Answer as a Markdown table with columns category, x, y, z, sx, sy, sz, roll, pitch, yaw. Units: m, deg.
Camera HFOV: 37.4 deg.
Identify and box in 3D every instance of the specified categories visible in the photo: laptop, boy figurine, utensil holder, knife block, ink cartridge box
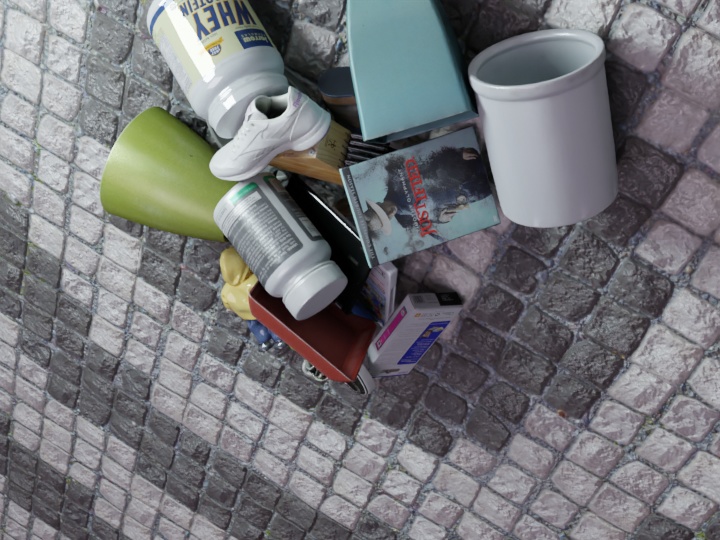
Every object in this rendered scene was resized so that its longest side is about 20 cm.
| category | x | y | z | sx | sy | sz | roll | pitch | yaw |
| --- | --- | --- | --- | --- | --- | --- | --- | --- | --- |
| laptop | -0.037 | -0.030 | 1.632 | 0.187 | 0.116 | 0.201 | 43 | 132 | 21 |
| boy figurine | -0.193 | 0.048 | 1.845 | 0.124 | 0.064 | 0.201 | -13 | 114 | 37 |
| utensil holder | 0.236 | -0.179 | 1.348 | 0.169 | 0.170 | 0.201 | 3 | 125 | 29 |
| knife block | -0.039 | -0.164 | 1.556 | 0.199 | 0.064 | 0.175 | 5 | 166 | 40 |
| ink cartridge box | 0.077 | 0.106 | 1.705 | 0.200 | 0.094 | 0.037 | -58 | 45 | 42 |

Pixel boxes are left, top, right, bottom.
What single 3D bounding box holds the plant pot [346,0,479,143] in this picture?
| category | x | y | z | sx | sy | sz | roll | pitch | yaw |
| --- | --- | --- | --- | --- | --- | --- | --- | --- | --- |
| plant pot | 0.058 | -0.280 | 1.369 | 0.140 | 0.141 | 0.201 | -14 | 93 | 13 |

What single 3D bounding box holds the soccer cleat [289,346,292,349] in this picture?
| category | x | y | z | sx | sy | sz | roll | pitch | yaw |
| --- | --- | --- | --- | --- | --- | --- | --- | --- | --- |
| soccer cleat | -0.126 | 0.040 | 1.764 | 0.081 | 0.067 | 0.201 | 28 | 134 | 58 |

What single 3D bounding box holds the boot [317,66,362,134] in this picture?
| category | x | y | z | sx | sy | sz | roll | pitch | yaw |
| --- | --- | --- | --- | --- | --- | --- | --- | --- | --- |
| boot | 0.043 | -0.235 | 1.509 | 0.198 | 0.075 | 0.097 | 10 | 152 | 14 |

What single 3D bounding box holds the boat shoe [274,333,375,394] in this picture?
| category | x | y | z | sx | sy | sz | roll | pitch | yaw |
| --- | --- | --- | --- | --- | --- | --- | --- | --- | --- |
| boat shoe | -0.061 | 0.140 | 1.696 | 0.200 | 0.064 | 0.071 | 44 | 158 | -16 |

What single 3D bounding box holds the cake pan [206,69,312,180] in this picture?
| category | x | y | z | sx | sy | sz | roll | pitch | yaw |
| --- | --- | --- | --- | --- | --- | --- | --- | --- | --- |
| cake pan | -0.147 | -0.234 | 1.626 | 0.199 | 0.037 | 0.201 | 16 | 130 | 21 |

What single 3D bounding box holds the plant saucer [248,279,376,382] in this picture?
| category | x | y | z | sx | sy | sz | roll | pitch | yaw |
| --- | --- | --- | --- | --- | --- | --- | --- | --- | --- |
| plant saucer | -0.076 | 0.072 | 1.608 | 0.200 | 0.200 | 0.037 | 41 | 114 | -6 |

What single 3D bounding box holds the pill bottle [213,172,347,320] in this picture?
| category | x | y | z | sx | sy | sz | roll | pitch | yaw |
| --- | --- | --- | --- | --- | --- | --- | --- | --- | --- |
| pill bottle | -0.114 | -0.034 | 1.539 | 0.200 | 0.113 | 0.113 | 52 | 136 | 15 |

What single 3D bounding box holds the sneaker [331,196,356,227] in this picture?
| category | x | y | z | sx | sy | sz | roll | pitch | yaw |
| --- | --- | --- | --- | --- | --- | --- | --- | --- | --- |
| sneaker | 0.037 | -0.055 | 1.594 | 0.200 | 0.070 | 0.109 | 10 | 138 | 58 |

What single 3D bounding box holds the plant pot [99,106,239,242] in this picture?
| category | x | y | z | sx | sy | sz | roll | pitch | yaw |
| --- | --- | --- | --- | --- | --- | --- | --- | --- | --- |
| plant pot | -0.273 | -0.131 | 1.675 | 0.199 | 0.187 | 0.188 | 27 | 133 | 11 |

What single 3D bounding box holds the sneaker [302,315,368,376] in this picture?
| category | x | y | z | sx | sy | sz | roll | pitch | yaw |
| --- | --- | --- | --- | --- | --- | --- | --- | --- | --- |
| sneaker | -0.042 | 0.126 | 1.774 | 0.075 | 0.087 | 0.200 | 36 | 144 | -3 |

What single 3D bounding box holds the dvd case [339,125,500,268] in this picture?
| category | x | y | z | sx | sy | sz | roll | pitch | yaw |
| --- | --- | --- | --- | --- | --- | --- | --- | --- | --- |
| dvd case | 0.084 | -0.103 | 1.481 | 0.199 | 0.022 | 0.147 | -18 | 98 | -8 |

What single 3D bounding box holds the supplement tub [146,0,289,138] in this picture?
| category | x | y | z | sx | sy | sz | roll | pitch | yaw |
| --- | --- | --- | --- | --- | --- | --- | --- | --- | --- |
| supplement tub | -0.196 | -0.303 | 1.494 | 0.145 | 0.144 | 0.201 | -43 | 73 | 43 |

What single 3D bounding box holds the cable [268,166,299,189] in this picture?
| category | x | y | z | sx | sy | sz | roll | pitch | yaw |
| --- | --- | --- | --- | --- | --- | --- | --- | --- | --- |
| cable | -0.135 | -0.124 | 1.677 | 0.097 | 0.050 | 0.200 | 40 | 146 | 15 |

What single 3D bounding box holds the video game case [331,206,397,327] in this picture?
| category | x | y | z | sx | sy | sz | roll | pitch | yaw |
| --- | --- | --- | --- | --- | --- | --- | --- | --- | --- |
| video game case | 0.000 | 0.000 | 1.644 | 0.143 | 0.018 | 0.200 | 44 | 160 | 19 |

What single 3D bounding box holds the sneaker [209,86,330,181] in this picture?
| category | x | y | z | sx | sy | sz | roll | pitch | yaw |
| --- | --- | --- | --- | --- | --- | --- | --- | --- | --- |
| sneaker | -0.140 | -0.194 | 1.462 | 0.199 | 0.075 | 0.100 | -24 | 134 | 28 |
